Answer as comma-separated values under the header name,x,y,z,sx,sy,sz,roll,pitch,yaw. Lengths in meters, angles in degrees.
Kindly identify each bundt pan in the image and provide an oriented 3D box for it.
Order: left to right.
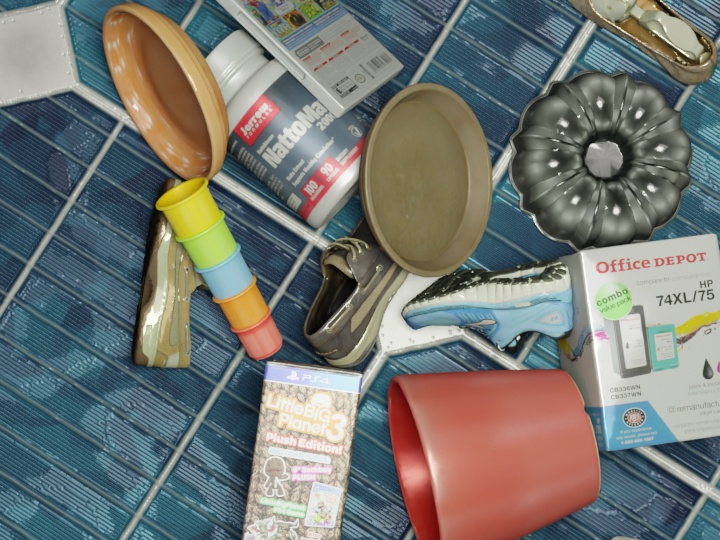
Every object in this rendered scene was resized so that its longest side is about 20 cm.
name,x,y,z,sx,sy,sz,roll,pitch,yaw
bundt pan,0.257,-0.119,1.647,0.201,0.076,0.202,0,87,1

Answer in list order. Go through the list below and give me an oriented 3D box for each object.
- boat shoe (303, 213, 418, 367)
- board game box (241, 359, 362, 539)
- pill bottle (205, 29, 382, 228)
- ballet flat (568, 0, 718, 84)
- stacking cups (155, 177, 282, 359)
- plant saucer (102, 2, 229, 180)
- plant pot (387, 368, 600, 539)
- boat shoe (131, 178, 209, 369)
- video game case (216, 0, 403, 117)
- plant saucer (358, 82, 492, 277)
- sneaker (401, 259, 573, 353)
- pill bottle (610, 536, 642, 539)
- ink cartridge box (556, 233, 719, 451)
name,x,y,z,sx,sy,sz,roll,pitch,yaw
boat shoe,0.000,0.000,1.621,0.074,0.073,0.200,4,68,43
board game box,-0.059,0.196,1.592,0.097,0.159,0.200,8,88,0
pill bottle,-0.080,-0.151,1.629,0.200,0.120,0.120,41,88,2
ballet flat,0.299,-0.273,1.657,0.200,0.067,0.068,34,88,2
stacking cups,-0.142,0.005,1.618,0.060,0.061,0.200,-26,110,-1
plant saucer,-0.194,-0.185,1.601,0.037,0.200,0.200,-32,87,-25
plant pot,0.136,0.187,1.585,0.177,0.200,0.201,-12,87,-9
boat shoe,-0.191,0.005,1.655,0.076,0.072,0.200,8,95,-13
video game case,-0.059,-0.256,1.633,0.200,0.143,0.018,45,128,2
plant saucer,0.065,-0.093,1.613,0.029,0.200,0.201,0,86,43
sneaker,0.129,0.050,1.607,0.200,0.078,0.090,-6,109,38
pill bottle,0.291,0.383,1.603,0.113,0.113,0.200,12,87,1
ink cartridge box,0.287,0.074,1.596,0.146,0.146,0.200,-8,87,-6
